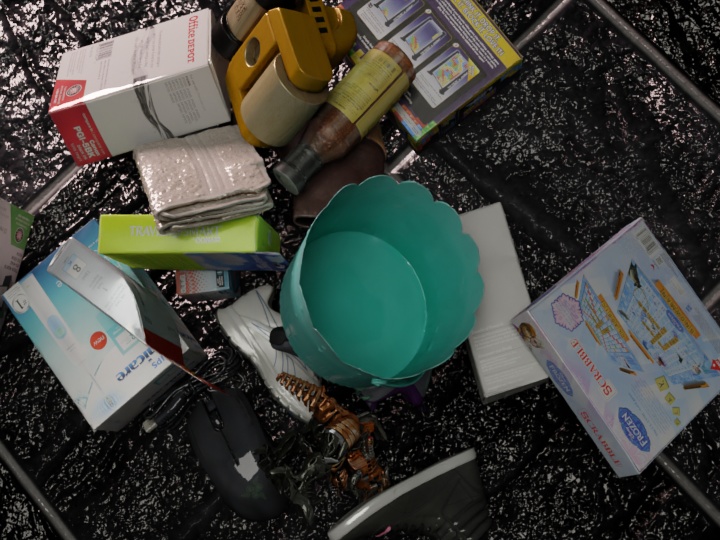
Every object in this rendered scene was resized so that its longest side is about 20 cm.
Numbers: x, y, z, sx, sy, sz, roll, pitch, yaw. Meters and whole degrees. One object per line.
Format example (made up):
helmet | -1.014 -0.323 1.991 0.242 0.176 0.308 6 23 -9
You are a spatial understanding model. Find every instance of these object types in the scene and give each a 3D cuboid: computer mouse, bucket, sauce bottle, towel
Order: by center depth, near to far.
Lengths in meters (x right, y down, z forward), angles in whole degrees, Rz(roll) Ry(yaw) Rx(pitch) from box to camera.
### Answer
bucket | 0.015 0.022 1.002 0.203 0.135 0.211 5 73 -17
towel | -0.174 -0.106 1.058 0.130 0.200 0.035 -13 123 -15
sauce bottle | -0.021 -0.171 1.093 0.066 0.066 0.200 40 74 12
computer mouse | -0.156 0.202 1.126 0.138 0.053 0.201 -38 78 -1

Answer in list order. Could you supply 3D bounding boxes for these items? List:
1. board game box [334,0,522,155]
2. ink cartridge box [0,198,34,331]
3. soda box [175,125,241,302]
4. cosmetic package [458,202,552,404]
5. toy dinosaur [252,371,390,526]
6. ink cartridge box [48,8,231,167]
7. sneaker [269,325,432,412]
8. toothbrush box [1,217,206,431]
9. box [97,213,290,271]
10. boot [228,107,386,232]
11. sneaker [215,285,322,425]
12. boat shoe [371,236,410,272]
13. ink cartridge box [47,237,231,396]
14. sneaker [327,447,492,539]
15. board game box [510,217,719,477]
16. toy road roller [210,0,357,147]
board game box | 0.073 -0.271 1.178 0.164 0.057 0.201 -36 77 -2
ink cartridge box | -0.480 0.008 1.155 0.083 0.146 0.204 12 82 8
soda box | -0.188 -0.067 1.172 0.067 0.064 0.204 -6 80 5
cosmetic package | 0.147 0.037 1.089 0.089 0.107 0.203 -18 77 3
toy dinosaur | -0.041 0.190 1.061 0.135 0.102 0.201 -39 100 -15
ink cartridge box | -0.258 -0.221 1.165 0.196 0.084 0.148 -15 40 5
sneaker | -0.009 0.112 1.091 0.196 0.074 0.089 8 90 -13
toothbrush box | -0.302 0.067 1.153 0.146 0.085 0.201 -38 79 -2
box | -0.173 -0.029 1.069 0.196 0.122 0.049 1 82 7
boot | -0.069 -0.126 1.133 0.196 0.073 0.169 6 51 1
sneaker | -0.084 0.101 1.127 0.087 0.075 0.201 -39 79 -7
boat shoe | 0.000 0.000 1.132 0.198 0.073 0.075 -31 81 -5
ink cartridge box | -0.217 0.053 1.022 0.198 0.160 0.048 34 81 9
sneaker | 0.064 0.274 1.045 0.197 0.071 0.101 -19 79 -29
board game box | 0.289 0.078 1.039 0.198 0.041 0.202 -33 86 -27
toy road roller | -0.069 -0.240 1.095 0.123 0.144 0.203 -40 56 42
